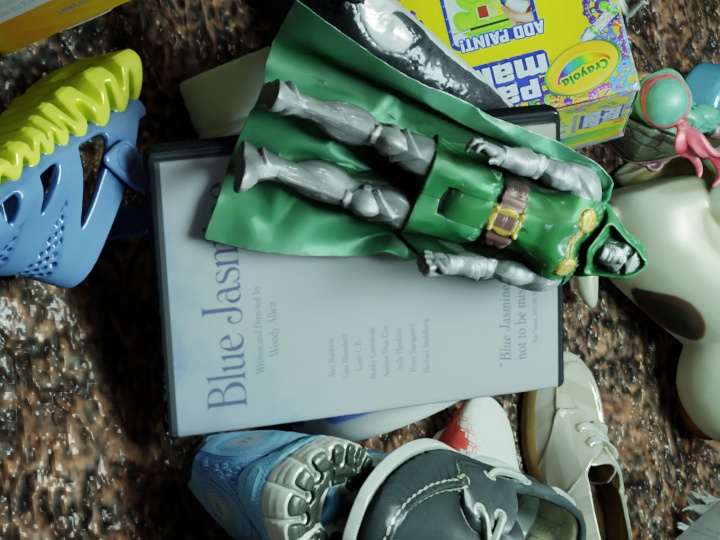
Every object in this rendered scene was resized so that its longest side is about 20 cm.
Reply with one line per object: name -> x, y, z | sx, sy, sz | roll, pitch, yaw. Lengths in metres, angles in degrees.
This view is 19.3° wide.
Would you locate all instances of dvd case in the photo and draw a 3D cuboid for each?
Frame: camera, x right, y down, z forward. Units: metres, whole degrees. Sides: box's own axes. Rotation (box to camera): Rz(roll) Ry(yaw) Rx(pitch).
dvd case -> 0.000, 0.000, 1.006 | 0.200, 0.018, 0.143 | -7, 109, -12

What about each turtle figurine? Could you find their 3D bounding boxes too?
turtle figurine -> 0.182, -0.113, 1.314 | 0.150, 0.200, 0.101 | 36, 85, -5

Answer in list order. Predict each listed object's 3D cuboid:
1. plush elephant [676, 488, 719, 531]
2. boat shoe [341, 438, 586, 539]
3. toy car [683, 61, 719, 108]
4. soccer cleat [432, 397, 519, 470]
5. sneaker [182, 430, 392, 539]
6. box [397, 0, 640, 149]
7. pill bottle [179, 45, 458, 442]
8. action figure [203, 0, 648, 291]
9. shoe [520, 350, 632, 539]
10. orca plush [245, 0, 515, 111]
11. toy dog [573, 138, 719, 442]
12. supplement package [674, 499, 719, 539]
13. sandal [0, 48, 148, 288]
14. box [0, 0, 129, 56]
plush elephant -> 0.300, 0.236, 1.379 | 0.165, 0.200, 0.155 | -41, 133, -37
boat shoe -> 0.056, 0.126, 1.046 | 0.200, 0.060, 0.076 | -2, 112, -62
toy car -> 0.329, -0.038, 1.540 | 0.177, 0.184, 0.200 | -11, 113, -53
soccer cleat -> 0.082, 0.161, 1.167 | 0.069, 0.085, 0.200 | 31, 54, -42
sneaker -> -0.024, 0.111, 1.054 | 0.078, 0.090, 0.200 | -69, 155, -10
box -> 0.073, -0.164, 1.181 | 0.200, 0.122, 0.193 | 42, 34, -84
pill bottle -> -0.014, -0.020, 1.089 | 0.114, 0.114, 0.200 | -28, 99, -53
action figure -> 0.043, -0.035, 0.967 | 0.200, 0.118, 0.055 | 17, 23, -17
shoe -> 0.141, 0.143, 1.278 | 0.070, 0.053, 0.200 | 14, 66, -50
orca plush -> -0.012, -0.108, 1.024 | 0.200, 0.071, 0.105 | 36, 11, -30
toy dog -> 0.244, 0.019, 1.396 | 0.194, 0.140, 0.200 | -32, 102, -40
supplement package -> 0.193, 0.235, 1.187 | 0.200, 0.110, 0.114 | -38, 111, -15
sandal -> -0.146, -0.029, 0.956 | 0.200, 0.079, 0.087 | -43, 115, -49
box -> -0.180, -0.189, 0.936 | 0.200, 0.119, 0.041 | 48, 43, -31
